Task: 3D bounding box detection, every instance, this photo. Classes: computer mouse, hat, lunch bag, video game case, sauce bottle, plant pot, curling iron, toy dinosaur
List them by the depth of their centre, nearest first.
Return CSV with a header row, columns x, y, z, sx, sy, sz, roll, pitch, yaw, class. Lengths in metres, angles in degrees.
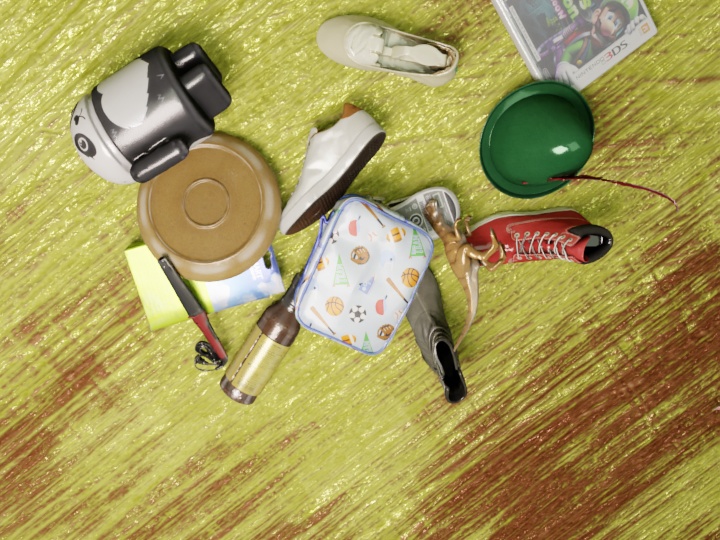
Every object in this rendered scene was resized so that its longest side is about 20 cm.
x,y,z,sx,sy,sz,roll,pitch,yaw,class
0.273,-0.151,0.870,0.196,0.177,0.168,-19,117,2,hat
-0.204,-0.088,0.878,0.195,0.027,0.205,0,84,-2,plant pot
0.000,0.000,0.893,0.158,0.076,0.203,24,98,-9,lunch bag
-0.231,0.066,0.904,0.049,0.026,0.203,-18,127,-4,curling iron
0.291,-0.361,0.909,0.180,0.023,0.202,-36,107,3,video game case
0.148,-0.006,0.909,0.104,0.060,0.204,-21,83,20,toy dinosaur
0.048,-0.059,0.949,0.196,0.044,0.112,-20,100,3,computer mouse
-0.128,0.098,0.956,0.064,0.065,0.202,32,100,-15,sauce bottle

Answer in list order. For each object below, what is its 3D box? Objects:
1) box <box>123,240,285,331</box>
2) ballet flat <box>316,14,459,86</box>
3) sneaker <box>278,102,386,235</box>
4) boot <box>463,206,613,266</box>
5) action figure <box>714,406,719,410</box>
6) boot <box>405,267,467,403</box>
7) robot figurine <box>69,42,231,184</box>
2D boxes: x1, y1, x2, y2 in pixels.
x,y,z,sx,sy,sz,roll,pitch,yaw,class
-0.215,-0.003,0.925,0.195,0.048,0.125,-16,108,-3,box
0.040,-0.293,0.872,0.195,0.070,0.071,10,104,-10,ballet flat
-0.055,-0.141,0.911,0.085,0.073,0.200,46,103,15,sneaker
0.243,-0.037,0.928,0.195,0.145,0.074,-13,109,-2,boot
0.690,0.212,1.097,0.196,0.149,0.137,-14,77,15,action figure
0.105,0.079,0.947,0.066,0.131,0.203,-23,107,0,boot
-0.262,-0.195,0.819,0.197,0.151,0.126,-30,112,5,robot figurine
